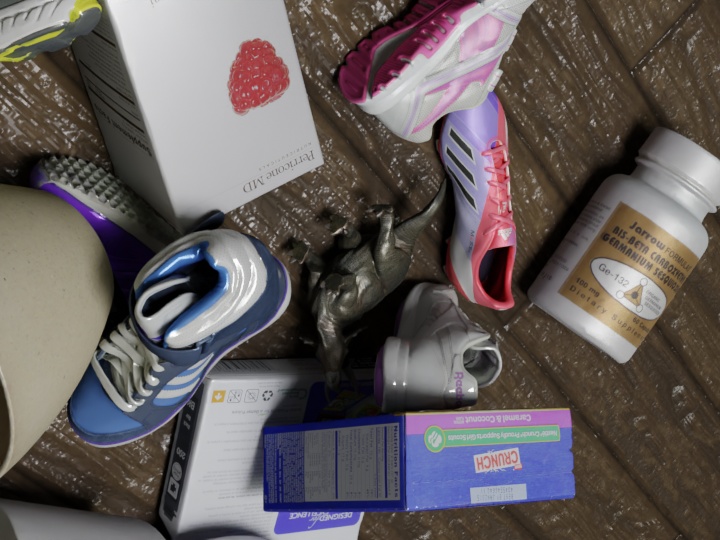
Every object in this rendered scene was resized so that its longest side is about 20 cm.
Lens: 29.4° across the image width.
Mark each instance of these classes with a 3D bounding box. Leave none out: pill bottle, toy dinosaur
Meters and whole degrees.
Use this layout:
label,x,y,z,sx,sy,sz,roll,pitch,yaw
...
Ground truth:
label,x,y,z,sx,sy,sz,roll,pitch,yaw
pill bottle,0.254,-0.026,1.269,0.114,0.114,0.200,32,93,-42
toy dinosaur,0.000,0.000,1.144,0.200,0.077,0.102,-56,150,-19

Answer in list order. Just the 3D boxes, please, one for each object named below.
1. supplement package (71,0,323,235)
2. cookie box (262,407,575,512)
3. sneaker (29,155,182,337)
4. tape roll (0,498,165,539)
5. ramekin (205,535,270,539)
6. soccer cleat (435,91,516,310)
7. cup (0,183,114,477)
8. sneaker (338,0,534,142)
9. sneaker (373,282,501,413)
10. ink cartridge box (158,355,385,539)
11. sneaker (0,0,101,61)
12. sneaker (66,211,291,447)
label,x,y,z,sx,sy,sz,roll,pitch,yaw
supplement package,-0.121,-0.151,0.932,0.121,0.120,0.201,-29,128,-20
cookie box,0.043,0.153,1.099,0.171,0.200,0.076,3,80,-36
sneaker,-0.178,0.001,1.008,0.100,0.070,0.200,-47,129,6
tape roll,-0.241,0.276,1.023,0.139,0.203,0.203,17,103,-41
ramekin,-0.130,0.324,1.149,0.199,0.105,0.201,-19,144,-15
soccer cleat,0.108,-0.061,1.171,0.066,0.076,0.201,-17,123,-27
cup,-0.249,0.022,0.909,0.143,0.200,0.201,-37,134,-45
sneaker,0.079,-0.181,1.091,0.200,0.081,0.088,-40,132,0
sneaker,0.072,0.069,1.150,0.099,0.200,0.075,3,112,11
ink cartridge box,-0.073,0.172,1.190,0.197,0.043,0.201,1,111,-36
sneaker,-0.258,-0.160,0.845,0.199,0.074,0.085,-16,89,7
sneaker,-0.144,0.044,0.924,0.200,0.081,0.146,-37,164,7
